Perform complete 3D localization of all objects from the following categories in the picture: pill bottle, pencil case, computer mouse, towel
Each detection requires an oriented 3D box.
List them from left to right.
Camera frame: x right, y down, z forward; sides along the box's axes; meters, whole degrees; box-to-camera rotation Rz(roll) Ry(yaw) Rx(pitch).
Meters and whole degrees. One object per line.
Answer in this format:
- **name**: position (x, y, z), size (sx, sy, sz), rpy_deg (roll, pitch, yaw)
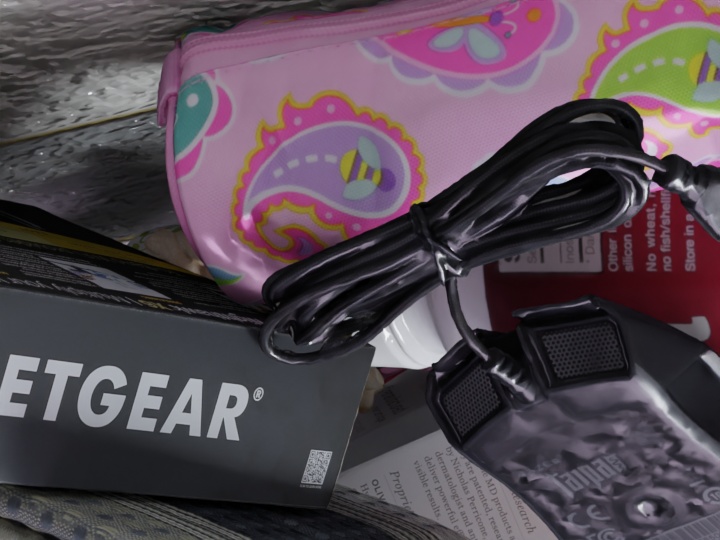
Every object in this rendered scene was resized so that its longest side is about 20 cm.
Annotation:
- **towel**: position (-0.085, 0.064, 0.752), size (0.199, 0.035, 0.192), rpy_deg (19, -175, 26)
- **pencil case**: position (0.045, -0.051, 0.705), size (0.199, 0.088, 0.087), rpy_deg (-15, 167, 13)
- **pill bottle**: position (0.091, -0.013, 0.790), size (0.199, 0.114, 0.113), rpy_deg (-1, 173, 26)
- **computer mouse**: position (0.083, 0.021, 0.704), size (0.200, 0.046, 0.140), rpy_deg (36, 131, -29)

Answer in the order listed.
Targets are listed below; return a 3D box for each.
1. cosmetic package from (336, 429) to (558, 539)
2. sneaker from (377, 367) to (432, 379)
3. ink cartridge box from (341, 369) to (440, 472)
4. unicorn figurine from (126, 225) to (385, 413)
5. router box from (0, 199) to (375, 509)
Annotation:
- **cosmetic package**: position (0.071, 0.082, 0.882), size (0.199, 0.085, 0.108), rpy_deg (-24, 173, -4)
- **sneaker**: position (0.000, 0.000, 0.930), size (0.095, 0.080, 0.200), rpy_deg (13, 155, -34)
- **ink cartridge box**: position (0.085, 0.055, 1.012), size (0.199, 0.086, 0.148), rpy_deg (-28, -175, -2)
- **unicorn figurine**: position (-0.078, 0.029, 0.908), size (0.137, 0.074, 0.200), rpy_deg (36, 139, -13)
- **router box**: position (-0.118, 0.012, 0.707), size (0.157, 0.053, 0.199), rpy_deg (21, -174, 39)
